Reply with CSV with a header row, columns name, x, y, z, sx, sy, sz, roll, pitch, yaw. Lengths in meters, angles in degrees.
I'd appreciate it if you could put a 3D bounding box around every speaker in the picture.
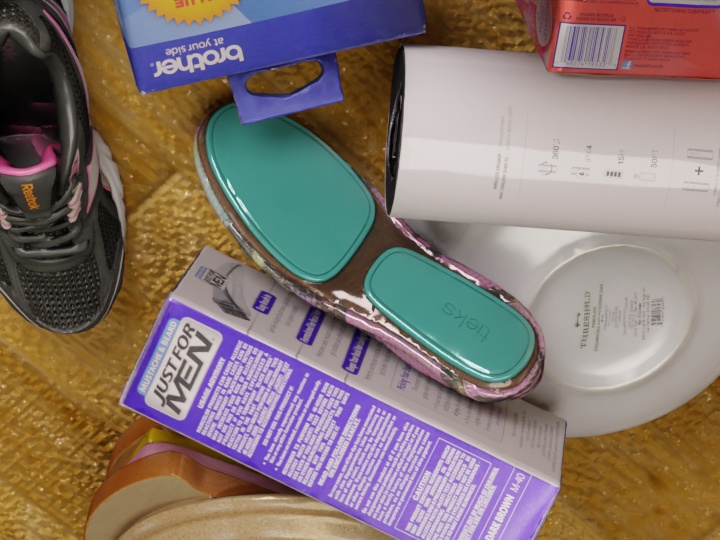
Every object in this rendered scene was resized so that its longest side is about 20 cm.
name,x,y,z,sx,sy,sz,roll,pitch,yaw
speaker,0.110,-0.056,1.256,0.199,0.081,0.082,3,122,-5

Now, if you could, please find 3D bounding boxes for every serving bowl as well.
name,x,y,z,sx,sy,sz,roll,pitch,yaw
serving bowl,0.114,0.006,1.353,0.199,0.066,0.201,-5,123,-8

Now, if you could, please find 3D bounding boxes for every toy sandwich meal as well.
name,x,y,z,sx,sy,sz,roll,pitch,yaw
toy sandwich meal,-0.039,0.131,1.379,0.204,0.071,0.205,2,152,1

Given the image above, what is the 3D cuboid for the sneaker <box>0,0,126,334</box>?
name,x,y,z,sx,sy,sz,roll,pitch,yaw
sneaker,-0.153,-0.048,1.253,0.080,0.087,0.201,-13,124,0

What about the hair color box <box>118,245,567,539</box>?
name,x,y,z,sx,sy,sz,roll,pitch,yaw
hair color box,-0.005,0.067,1.299,0.199,0.109,0.065,27,104,-1

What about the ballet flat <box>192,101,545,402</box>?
name,x,y,z,sx,sy,sz,roll,pitch,yaw
ballet flat,0.000,0.000,1.303,0.200,0.071,0.069,36,71,7

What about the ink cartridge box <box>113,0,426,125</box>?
name,x,y,z,sx,sy,sz,roll,pitch,yaw
ink cartridge box,-0.049,-0.164,1.208,0.136,0.076,0.201,-13,125,-2

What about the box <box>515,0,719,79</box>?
name,x,y,z,sx,sy,sz,roll,pitch,yaw
box,0.175,-0.151,1.245,0.199,0.095,0.103,1,122,-11
